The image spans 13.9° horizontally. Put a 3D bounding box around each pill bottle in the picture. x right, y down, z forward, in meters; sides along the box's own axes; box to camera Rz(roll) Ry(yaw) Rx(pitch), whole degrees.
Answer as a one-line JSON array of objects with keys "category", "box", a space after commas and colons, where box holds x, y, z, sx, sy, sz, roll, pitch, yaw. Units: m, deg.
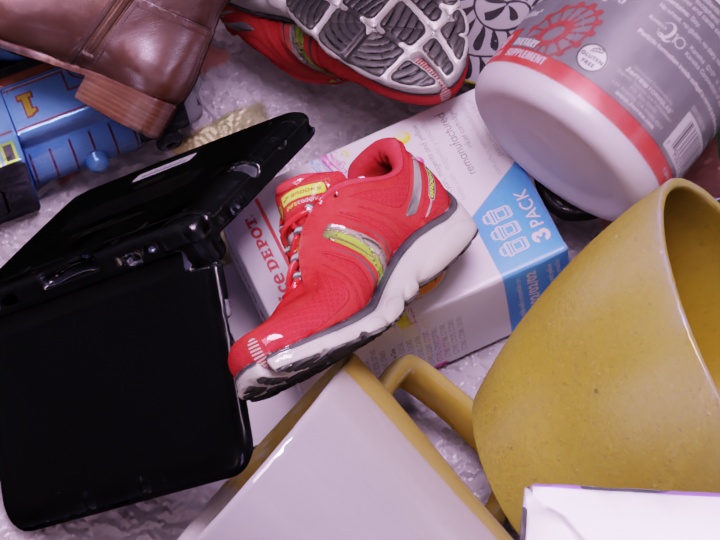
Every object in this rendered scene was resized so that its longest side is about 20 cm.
[{"category": "pill bottle", "box": [0.160, -0.133, 1.534, 0.116, 0.116, 0.200, 33, 74, 22]}]

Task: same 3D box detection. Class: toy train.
[{"category": "toy train", "box": [-0.179, -0.097, 1.651, 0.200, 0.087, 0.114, -20, 70, -7]}]

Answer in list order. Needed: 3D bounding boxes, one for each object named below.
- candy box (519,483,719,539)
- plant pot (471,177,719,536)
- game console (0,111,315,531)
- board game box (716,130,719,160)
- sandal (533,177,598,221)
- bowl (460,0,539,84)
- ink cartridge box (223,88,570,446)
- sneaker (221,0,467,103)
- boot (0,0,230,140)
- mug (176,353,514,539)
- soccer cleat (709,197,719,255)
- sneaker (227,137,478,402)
[{"category": "candy box", "box": [0.165, 0.173, 1.392, 0.168, 0.200, 0.072, 2, 64, 9]}, {"category": "plant pot", "box": [0.140, 0.074, 1.470, 0.142, 0.200, 0.200, -28, 59, 21]}, {"category": "game console", "box": [-0.106, 0.027, 1.547, 0.200, 0.116, 0.176, -18, 22, 44]}, {"category": "board game box", "box": [0.284, -0.022, 1.499, 0.135, 0.029, 0.200, -20, 50, -8]}, {"category": "sandal", "box": [0.139, -0.097, 1.633, 0.075, 0.045, 0.200, 8, 49, 6]}, {"category": "bowl", "box": [0.093, -0.205, 1.637, 0.201, 0.094, 0.201, -8, 48, 9]}, {"category": "ink cartridge box", "box": [0.000, 0.000, 1.580, 0.200, 0.068, 0.115, -25, 61, -5]}, {"category": "sneaker", "box": [-0.009, -0.134, 1.624, 0.077, 0.085, 0.200, -42, 48, -19]}, {"category": "boot", "box": [-0.132, -0.197, 1.577, 0.186, 0.064, 0.200, 30, 95, -5]}, {"category": "mug", "box": [0.014, 0.132, 1.462, 0.153, 0.149, 0.187, 41, 77, -2]}, {"category": "soccer cleat", "box": [0.232, -0.025, 1.572, 0.200, 0.067, 0.076, -8, 40, 6]}, {"category": "sneaker", "box": [-0.020, -0.004, 1.462, 0.085, 0.077, 0.200, 54, 37, -7]}]
